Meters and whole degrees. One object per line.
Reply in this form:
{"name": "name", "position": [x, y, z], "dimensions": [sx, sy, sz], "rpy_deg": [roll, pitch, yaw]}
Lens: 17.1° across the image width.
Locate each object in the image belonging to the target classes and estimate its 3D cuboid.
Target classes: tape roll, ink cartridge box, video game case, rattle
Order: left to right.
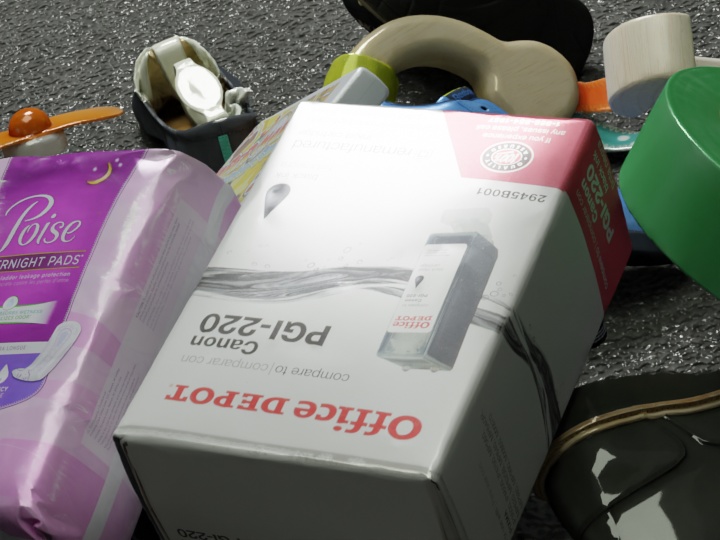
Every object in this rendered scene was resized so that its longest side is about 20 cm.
{"name": "video game case", "position": [-0.074, -0.015, 1.196], "dimensions": [0.182, 0.023, 0.200], "rpy_deg": [-51, 9, -14]}
{"name": "ink cartridge box", "position": [0.009, 0.028, 0.985], "dimensions": [0.146, 0.085, 0.200], "rpy_deg": [5, 50, 26]}
{"name": "rattle", "position": [0.064, -0.069, 1.364], "dimensions": [0.200, 0.143, 0.130], "rpy_deg": [-15, 59, -26]}
{"name": "tape roll", "position": [0.210, -0.017, 1.029], "dimensions": [0.200, 0.048, 0.200], "rpy_deg": [22, 23, -10]}

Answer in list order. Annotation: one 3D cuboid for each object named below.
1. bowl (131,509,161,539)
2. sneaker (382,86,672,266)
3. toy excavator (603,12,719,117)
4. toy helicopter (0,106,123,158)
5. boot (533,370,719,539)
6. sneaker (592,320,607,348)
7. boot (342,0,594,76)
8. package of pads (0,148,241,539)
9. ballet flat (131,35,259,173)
{"name": "bowl", "position": [-0.025, 0.097, 1.126], "dimensions": [0.200, 0.039, 0.201], "rpy_deg": [-13, 31, 8]}
{"name": "sneaker", "position": [0.075, -0.053, 1.231], "dimensions": [0.200, 0.066, 0.079], "rpy_deg": [14, 82, 13]}
{"name": "toy excavator", "position": [0.250, -0.101, 1.208], "dimensions": [0.200, 0.194, 0.100], "rpy_deg": [-19, 66, 38]}
{"name": "toy helicopter", "position": [-0.192, -0.029, 1.266], "dimensions": [0.079, 0.132, 0.200], "rpy_deg": [10, 2, 39]}
{"name": "boot", "position": [0.181, 0.104, 0.997], "dimensions": [0.200, 0.078, 0.138], "rpy_deg": [-13, 49, -13]}
{"name": "sneaker", "position": [0.012, 0.045, 1.077], "dimensions": [0.200, 0.076, 0.114], "rpy_deg": [-27, 34, -10]}
{"name": "boot", "position": [0.023, -0.171, 1.427], "dimensions": [0.154, 0.203, 0.074], "rpy_deg": [21, 89, 52]}
{"name": "package of pads", "position": [-0.135, 0.042, 1.040], "dimensions": [0.120, 0.076, 0.200], "rpy_deg": [-2, 53, 31]}
{"name": "ballet flat", "position": [-0.101, -0.105, 1.473], "dimensions": [0.073, 0.073, 0.200], "rpy_deg": [-22, 30, -8]}
